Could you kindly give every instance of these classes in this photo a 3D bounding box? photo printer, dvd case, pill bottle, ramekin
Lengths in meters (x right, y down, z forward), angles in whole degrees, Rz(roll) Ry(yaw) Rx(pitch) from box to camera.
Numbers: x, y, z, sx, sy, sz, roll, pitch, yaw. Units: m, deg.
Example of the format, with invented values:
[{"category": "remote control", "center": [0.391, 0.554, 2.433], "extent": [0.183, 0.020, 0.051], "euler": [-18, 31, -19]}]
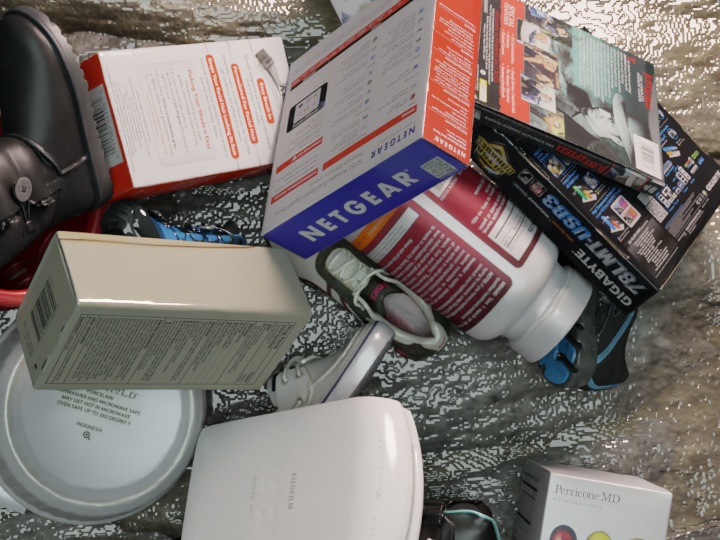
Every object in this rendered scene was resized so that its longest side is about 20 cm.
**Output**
[{"category": "photo printer", "center": [-0.043, 0.188, 1.020], "extent": [0.198, 0.069, 0.168], "euler": [-13, 54, 28]}, {"category": "dvd case", "center": [0.163, -0.154, 1.082], "extent": [0.198, 0.022, 0.147], "euler": [19, 50, -18]}, {"category": "pill bottle", "center": [0.090, -0.016, 1.091], "extent": [0.199, 0.113, 0.113], "euler": [38, 87, -4]}, {"category": "ramekin", "center": [-0.222, 0.116, 1.096], "extent": [0.200, 0.094, 0.205], "euler": [1, 86, -17]}]

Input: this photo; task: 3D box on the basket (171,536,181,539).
[{"category": "basket", "center": [-0.134, 0.330, 1.102], "extent": [0.179, 0.136, 0.202], "euler": [-19, 86, 6]}]

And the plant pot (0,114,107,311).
[{"category": "plant pot", "center": [-0.334, -0.060, 1.044], "extent": [0.181, 0.200, 0.203], "euler": [-10, 89, 37]}]

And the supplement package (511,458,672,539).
[{"category": "supplement package", "center": [0.188, 0.275, 1.133], "extent": [0.113, 0.110, 0.202], "euler": [9, 88, -4]}]

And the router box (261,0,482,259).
[{"category": "router box", "center": [0.008, -0.127, 1.037], "extent": [0.049, 0.199, 0.181], "euler": [27, 55, -30]}]

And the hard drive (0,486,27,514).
[{"category": "hard drive", "center": [-0.362, 0.115, 1.141], "extent": [0.198, 0.026, 0.133], "euler": [21, 87, -3]}]

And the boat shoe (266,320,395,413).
[{"category": "boat shoe", "center": [-0.048, 0.109, 1.120], "extent": [0.070, 0.071, 0.200], "euler": [40, 116, 5]}]

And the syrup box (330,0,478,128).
[{"category": "syrup box", "center": [0.045, -0.209, 1.135], "extent": [0.081, 0.078, 0.201], "euler": [-26, 90, -48]}]

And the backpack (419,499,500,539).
[{"category": "backpack", "center": [0.035, 0.295, 1.100], "extent": [0.174, 0.153, 0.202], "euler": [-1, 80, 2]}]

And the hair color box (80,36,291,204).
[{"category": "hair color box", "center": [-0.140, -0.127, 1.088], "extent": [0.199, 0.064, 0.112], "euler": [-15, 89, -45]}]

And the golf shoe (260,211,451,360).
[{"category": "golf shoe", "center": [0.000, 0.000, 1.139], "extent": [0.199, 0.088, 0.077], "euler": [36, 88, -1]}]

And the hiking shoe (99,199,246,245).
[{"category": "hiking shoe", "center": [-0.143, -0.016, 1.096], "extent": [0.074, 0.200, 0.087], "euler": [28, 78, 34]}]

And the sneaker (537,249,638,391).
[{"category": "sneaker", "center": [0.208, 0.009, 1.172], "extent": [0.081, 0.073, 0.202], "euler": [13, 82, -33]}]

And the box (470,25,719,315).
[{"category": "box", "center": [0.208, -0.091, 1.114], "extent": [0.198, 0.050, 0.200], "euler": [44, 46, 2]}]

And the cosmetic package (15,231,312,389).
[{"category": "cosmetic package", "center": [-0.150, 0.035, 1.004], "extent": [0.199, 0.104, 0.073], "euler": [4, 47, -37]}]

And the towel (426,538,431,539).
[{"category": "towel", "center": [0.022, 0.323, 1.017], "extent": [0.199, 0.024, 0.147], "euler": [-37, 87, 6]}]

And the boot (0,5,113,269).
[{"category": "boot", "center": [-0.278, -0.080, 0.928], "extent": [0.200, 0.065, 0.166], "euler": [-38, 115, -43]}]
